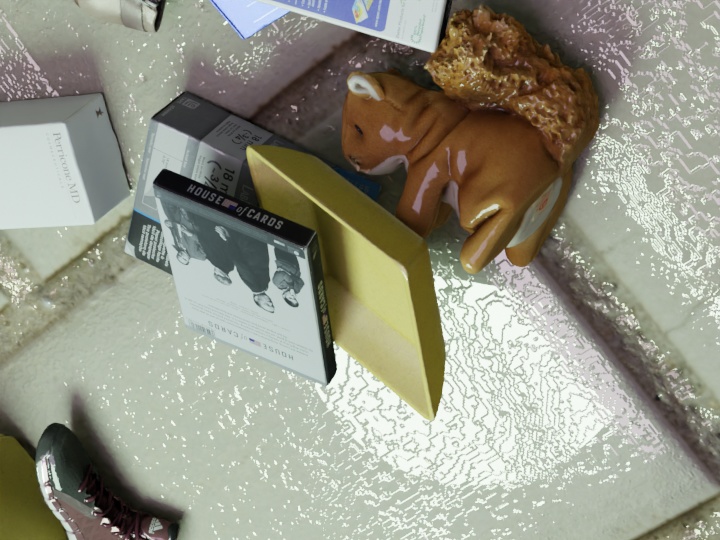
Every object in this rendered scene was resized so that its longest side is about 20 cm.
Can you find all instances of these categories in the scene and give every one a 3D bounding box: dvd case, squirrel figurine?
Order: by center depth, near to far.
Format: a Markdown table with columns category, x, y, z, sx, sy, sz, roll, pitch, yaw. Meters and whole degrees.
| category | x | y | z | sx | sy | sz | roll | pitch | yaw |
| --- | --- | --- | --- | --- | --- | --- | --- | --- | --- |
| squirrel figurine | 0.081 | -0.119 | 1.674 | 0.186 | 0.141 | 0.201 | 37 | 113 | 18 |
| dvd case | -0.095 | 0.009 | 1.766 | 0.149 | 0.025 | 0.201 | 22 | 149 | 20 |

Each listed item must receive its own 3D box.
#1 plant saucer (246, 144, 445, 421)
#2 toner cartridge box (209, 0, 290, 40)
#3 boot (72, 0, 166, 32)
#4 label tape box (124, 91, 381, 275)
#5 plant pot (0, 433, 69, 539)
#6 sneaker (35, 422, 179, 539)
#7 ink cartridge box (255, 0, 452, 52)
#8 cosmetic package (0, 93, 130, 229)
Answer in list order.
| category | x | y | z | sx | sy | sz | roll | pitch | yaw |
| --- | --- | --- | --- | --- | --- | --- | --- | --- | --- |
| plant saucer | 0.000 | 0.000 | 1.713 | 0.200 | 0.048 | 0.201 | 39 | 156 | 34 |
| toner cartridge box | -0.044 | -0.268 | 1.633 | 0.199 | 0.043 | 0.095 | -27 | 117 | 32 |
| boot | -0.195 | -0.300 | 1.748 | 0.145 | 0.070 | 0.201 | 30 | 127 | 2 |
| label tape box | -0.097 | -0.046 | 1.826 | 0.199 | 0.063 | 0.145 | 25 | 125 | 14 |
| plant pot | -0.409 | 0.269 | 2.073 | 0.193 | 0.195 | 0.202 | -10 | 87 | 34 |
| sneaker | -0.236 | 0.231 | 2.048 | 0.114 | 0.076 | 0.201 | -2 | 125 | 22 |
| ink cartridge box | -0.024 | -0.240 | 1.585 | 0.198 | 0.039 | 0.100 | 17 | 123 | 8 |
| cosmetic package | -0.319 | -0.096 | 1.910 | 0.198 | 0.071 | 0.102 | -3 | 114 | 28 |
